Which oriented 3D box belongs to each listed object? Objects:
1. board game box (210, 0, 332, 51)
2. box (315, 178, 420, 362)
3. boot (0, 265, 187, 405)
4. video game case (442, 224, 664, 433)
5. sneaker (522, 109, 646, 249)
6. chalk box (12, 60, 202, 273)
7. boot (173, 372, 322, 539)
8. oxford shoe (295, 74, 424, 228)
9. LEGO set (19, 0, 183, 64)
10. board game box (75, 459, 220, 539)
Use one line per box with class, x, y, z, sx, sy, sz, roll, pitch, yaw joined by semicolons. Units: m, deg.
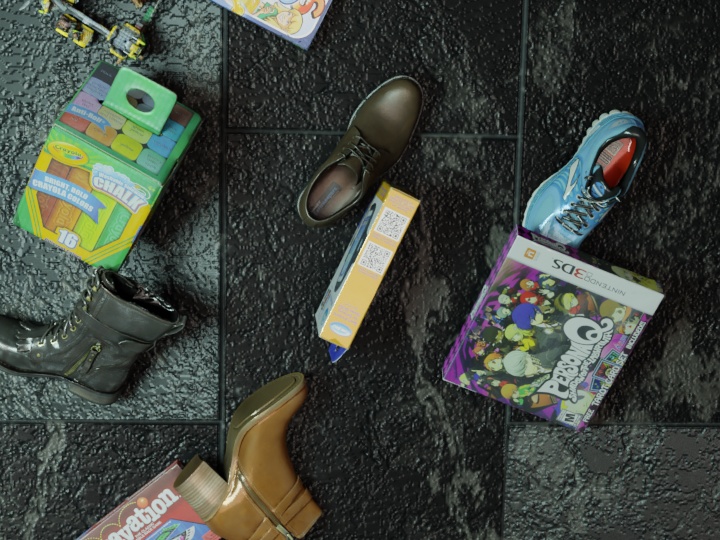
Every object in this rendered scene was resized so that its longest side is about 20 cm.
board game box;-0.072;-0.356;1.336;0.135;0.034;0.200;26;96;-7
box;0.000;0.000;1.354;0.041;0.119;0.200;27;96;-8
boot;-0.303;0.053;1.327;0.200;0.069;0.174;24;132;-16
video game case;0.213;0.069;1.393;0.181;0.036;0.200;22;115;-7
sneaker;0.247;-0.088;1.372;0.078;0.090;0.200;30;99;-8
chalk box;-0.252;-0.117;1.270;0.125;0.124;0.200;29;133;-8
boot;-0.094;0.227;1.415;0.200;0.074;0.155;-45;106;3
oxford shoe;0.006;-0.126;1.354;0.073;0.084;0.200;34;93;-7
LEGO set;-0.250;-0.316;1.287;0.154;0.116;0.200;40;94;-9
board game box;-0.257;0.319;1.437;0.200;0.019;0.103;-39;99;2
